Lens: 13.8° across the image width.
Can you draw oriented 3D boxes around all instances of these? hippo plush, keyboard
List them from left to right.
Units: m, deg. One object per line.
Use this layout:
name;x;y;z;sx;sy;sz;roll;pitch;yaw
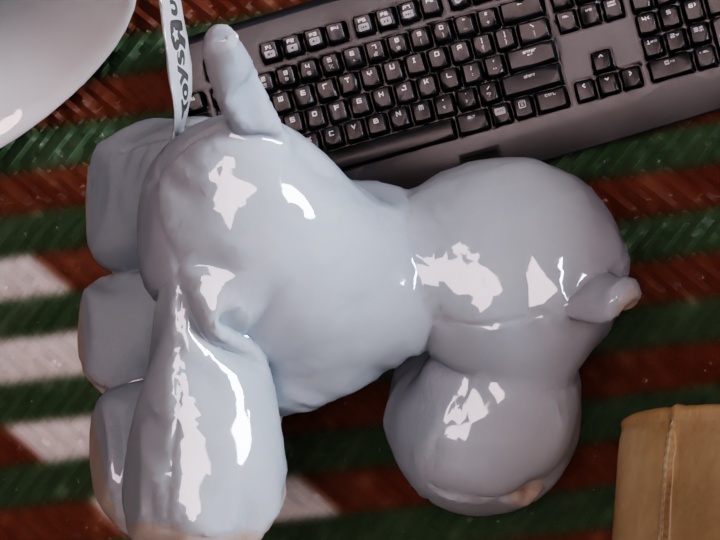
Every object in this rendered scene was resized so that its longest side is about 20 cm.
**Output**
hippo plush;0.000;0.000;0.973;0.160;0.159;0.201;2;110;-17
keyboard;0.028;-0.083;1.010;0.199;0.040;0.104;-16;82;9

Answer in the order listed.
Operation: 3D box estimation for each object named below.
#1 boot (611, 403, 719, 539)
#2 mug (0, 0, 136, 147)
boot;0.085;0.146;0.954;0.175;0.066;0.201;-1;77;35
mug;-0.158;-0.143;1.014;0.200;0.148;0.176;-24;71;-22
